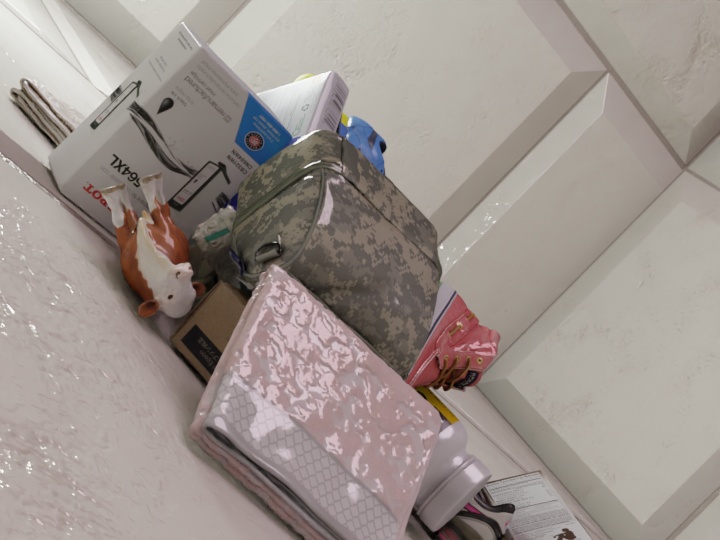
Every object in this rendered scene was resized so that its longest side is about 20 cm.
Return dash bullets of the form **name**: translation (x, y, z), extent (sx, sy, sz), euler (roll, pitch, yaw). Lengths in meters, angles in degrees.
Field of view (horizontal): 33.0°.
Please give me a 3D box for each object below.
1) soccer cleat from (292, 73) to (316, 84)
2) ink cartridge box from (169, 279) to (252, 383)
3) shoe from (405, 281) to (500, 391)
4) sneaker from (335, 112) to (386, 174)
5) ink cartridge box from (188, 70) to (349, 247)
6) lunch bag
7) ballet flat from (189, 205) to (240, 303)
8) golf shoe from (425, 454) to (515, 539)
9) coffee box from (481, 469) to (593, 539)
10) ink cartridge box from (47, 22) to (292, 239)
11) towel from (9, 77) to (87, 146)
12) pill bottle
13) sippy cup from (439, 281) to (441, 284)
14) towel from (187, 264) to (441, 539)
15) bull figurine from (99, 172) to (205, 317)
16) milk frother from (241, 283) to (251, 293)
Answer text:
- **soccer cleat**: translation (-0.062, -0.154, 1.394), extent (0.064, 0.201, 0.084), euler (22, -35, -14)
- **ink cartridge box**: translation (-0.063, 0.105, 1.098), extent (0.165, 0.075, 0.200), euler (45, 3, 19)
- **shoe**: translation (0.081, 0.091, 1.224), extent (0.091, 0.072, 0.200), euler (40, 33, -1)
- **sneaker**: translation (-0.006, -0.099, 1.299), extent (0.078, 0.066, 0.201), euler (26, 35, -11)
- **ink cartridge box**: translation (-0.122, -0.113, 1.320), extent (0.047, 0.199, 0.199), euler (44, 47, -37)
- **lunch bag**: translation (-0.023, -0.004, 1.115), extent (0.200, 0.139, 0.168), euler (44, 27, -33)
- **ballet flat**: translation (-0.156, -0.004, 1.236), extent (0.072, 0.072, 0.200), euler (45, -26, 9)
- **golf shoe**: translation (0.085, 0.226, 1.331), extent (0.200, 0.092, 0.073), euler (45, 4, 28)
- **coffee box**: translation (0.197, 0.314, 1.327), extent (0.200, 0.079, 0.114), euler (-124, -156, -73)
- **ink cartridge box**: translation (-0.193, -0.123, 1.233), extent (0.146, 0.200, 0.084), euler (42, 6, -36)
- **towel**: translation (-0.323, -0.153, 1.439), extent (0.133, 0.034, 0.200), euler (47, 3, 16)
- **pill bottle**: translation (0.037, 0.167, 1.258), extent (0.200, 0.112, 0.112), euler (45, 3, 16)
- **sippy cup**: translation (0.000, 0.000, 1.340), extent (0.131, 0.139, 0.178), euler (57, -36, 10)
- **towel**: translation (-0.026, 0.116, 0.938), extent (0.200, 0.032, 0.191), euler (44, 37, -17)
- **bull figurine**: translation (-0.186, -0.023, 1.091), extent (0.200, 0.065, 0.122), euler (-160, -127, -78)
- **milk frother**: translation (-0.143, -0.034, 1.473), extent (0.200, 0.179, 0.189), euler (103, -15, -61)
